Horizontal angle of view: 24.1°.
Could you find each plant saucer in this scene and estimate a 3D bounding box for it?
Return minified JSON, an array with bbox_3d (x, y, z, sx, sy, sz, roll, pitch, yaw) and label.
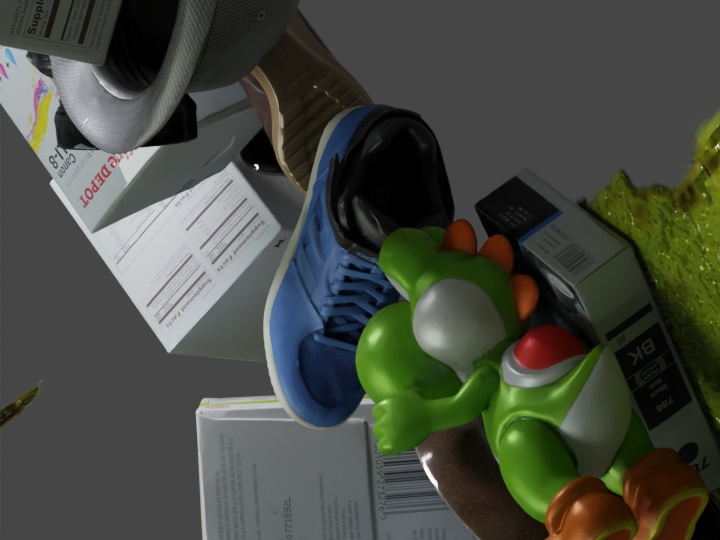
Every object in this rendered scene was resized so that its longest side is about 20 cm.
[{"bbox_3d":[0.122,0.116,0.894,0.200,0.035,0.200,26,-159,-11],"label":"plant saucer"}]

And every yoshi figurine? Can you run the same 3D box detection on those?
[{"bbox_3d":[0.065,0.069,0.810,0.200,0.112,0.112,53,178,31],"label":"yoshi figurine"}]

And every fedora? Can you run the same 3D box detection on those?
[{"bbox_3d":[-0.090,-0.162,0.890,0.177,0.090,0.200,36,122,50],"label":"fedora"}]

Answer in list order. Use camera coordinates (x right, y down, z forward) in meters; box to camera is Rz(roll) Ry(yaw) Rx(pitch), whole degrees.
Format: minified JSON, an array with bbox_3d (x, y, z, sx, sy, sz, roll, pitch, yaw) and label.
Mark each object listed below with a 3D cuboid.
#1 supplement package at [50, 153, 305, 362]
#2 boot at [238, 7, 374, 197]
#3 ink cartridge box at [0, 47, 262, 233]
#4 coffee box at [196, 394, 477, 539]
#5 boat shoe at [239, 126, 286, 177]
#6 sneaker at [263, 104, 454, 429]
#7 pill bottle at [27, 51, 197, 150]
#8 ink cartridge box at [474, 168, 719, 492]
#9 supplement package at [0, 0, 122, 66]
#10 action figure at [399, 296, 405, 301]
[{"bbox_3d":[-0.129,-0.046,1.452,0.200,0.151,0.152,52,-161,24],"label":"supplement package"},{"bbox_3d":[-0.048,-0.137,1.130,0.200,0.072,0.166,56,-175,-22],"label":"boot"},{"bbox_3d":[-0.173,-0.160,1.235,0.200,0.145,0.145,54,138,6],"label":"ink cartridge box"},{"bbox_3d":[-0.016,0.190,1.240,0.198,0.200,0.200,158,109,-85],"label":"coffee box"},{"bbox_3d":[-0.049,-0.091,1.288,0.067,0.057,0.200,56,173,-12],"label":"boat shoe"},{"bbox_3d":[-0.001,0.000,0.992,0.077,0.200,0.111,15,179,-16],"label":"sneaker"},{"bbox_3d":[-0.146,-0.175,1.004,0.112,0.112,0.200,-149,54,-73],"label":"pill bottle"},{"bbox_3d":[0.129,0.048,0.855,0.200,0.039,0.099,59,171,-35],"label":"ink cartridge box"},{"bbox_3d":[-0.172,-0.227,0.823,0.111,0.200,0.156,8,-158,-33],"label":"supplement package"},{"bbox_3d":[0.000,0.018,1.295,0.200,0.134,0.149,-70,-17,-69],"label":"action figure"}]
